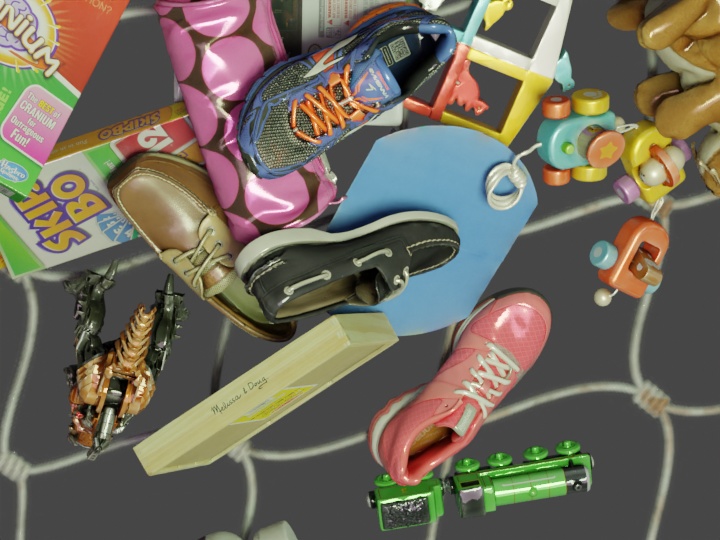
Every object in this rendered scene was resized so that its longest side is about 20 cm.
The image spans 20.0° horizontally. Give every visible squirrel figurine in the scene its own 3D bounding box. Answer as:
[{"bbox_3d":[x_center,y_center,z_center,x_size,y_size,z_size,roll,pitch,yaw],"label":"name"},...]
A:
[{"bbox_3d":[0.313,-0.157,1.590,0.199,0.142,0.188,-31,103,-4],"label":"squirrel figurine"}]

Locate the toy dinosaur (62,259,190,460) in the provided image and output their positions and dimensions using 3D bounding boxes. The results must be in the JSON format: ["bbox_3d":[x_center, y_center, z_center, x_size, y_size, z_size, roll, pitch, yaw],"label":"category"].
[{"bbox_3d":[-0.185,0.074,1.607,0.102,0.137,0.199,27,147,-30],"label":"toy dinosaur"}]

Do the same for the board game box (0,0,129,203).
[{"bbox_3d":[-0.271,-0.175,1.520,0.152,0.040,0.201,29,77,-16],"label":"board game box"}]

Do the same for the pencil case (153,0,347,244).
[{"bbox_3d":[-0.083,-0.127,1.548,0.093,0.091,0.201,-15,106,19],"label":"pencil case"}]

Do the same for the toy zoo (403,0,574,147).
[{"bbox_3d":[0.079,-0.181,1.617,0.199,0.020,0.132,21,105,-13],"label":"toy zoo"}]

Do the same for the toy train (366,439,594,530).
[{"bbox_3d":[0.104,0.183,1.730,0.198,0.056,0.042,-10,110,-4],"label":"toy train"}]

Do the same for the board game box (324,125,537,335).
[{"bbox_3d":[0.045,-0.039,1.647,0.157,0.039,0.201,16,119,-27],"label":"board game box"}]

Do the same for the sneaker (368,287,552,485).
[{"bbox_3d":[0.091,0.104,1.684,0.074,0.087,0.200,39,100,-19],"label":"sneaker"}]

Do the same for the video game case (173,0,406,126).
[{"bbox_3d":[-0.054,-0.214,1.573,0.180,0.023,0.202,3,110,2],"label":"video game case"}]

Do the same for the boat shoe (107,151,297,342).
[{"bbox_3d":[-0.113,-0.015,1.602,0.076,0.074,0.200,-41,122,15],"label":"boat shoe"}]

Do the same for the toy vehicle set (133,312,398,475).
[{"bbox_3d":[-0.073,0.097,1.627,0.199,0.124,0.027,-34,79,15],"label":"toy vehicle set"}]

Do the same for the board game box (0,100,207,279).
[{"bbox_3d":[-0.214,-0.060,1.607,0.198,0.030,0.096,-17,128,1],"label":"board game box"}]

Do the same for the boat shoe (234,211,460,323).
[{"bbox_3d":[0.000,0.000,1.564,0.199,0.061,0.074,-6,146,-37],"label":"boat shoe"}]

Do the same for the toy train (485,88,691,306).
[{"bbox_3d":[0.200,-0.055,1.634,0.199,0.056,0.151,30,94,-36],"label":"toy train"}]

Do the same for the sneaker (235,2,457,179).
[{"bbox_3d":[-0.010,-0.137,1.501,0.200,0.078,0.076,-41,111,-21],"label":"sneaker"}]

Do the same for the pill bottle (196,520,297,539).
[{"bbox_3d":[-0.137,0.286,1.705,0.199,0.112,0.113,-24,111,1],"label":"pill bottle"}]
